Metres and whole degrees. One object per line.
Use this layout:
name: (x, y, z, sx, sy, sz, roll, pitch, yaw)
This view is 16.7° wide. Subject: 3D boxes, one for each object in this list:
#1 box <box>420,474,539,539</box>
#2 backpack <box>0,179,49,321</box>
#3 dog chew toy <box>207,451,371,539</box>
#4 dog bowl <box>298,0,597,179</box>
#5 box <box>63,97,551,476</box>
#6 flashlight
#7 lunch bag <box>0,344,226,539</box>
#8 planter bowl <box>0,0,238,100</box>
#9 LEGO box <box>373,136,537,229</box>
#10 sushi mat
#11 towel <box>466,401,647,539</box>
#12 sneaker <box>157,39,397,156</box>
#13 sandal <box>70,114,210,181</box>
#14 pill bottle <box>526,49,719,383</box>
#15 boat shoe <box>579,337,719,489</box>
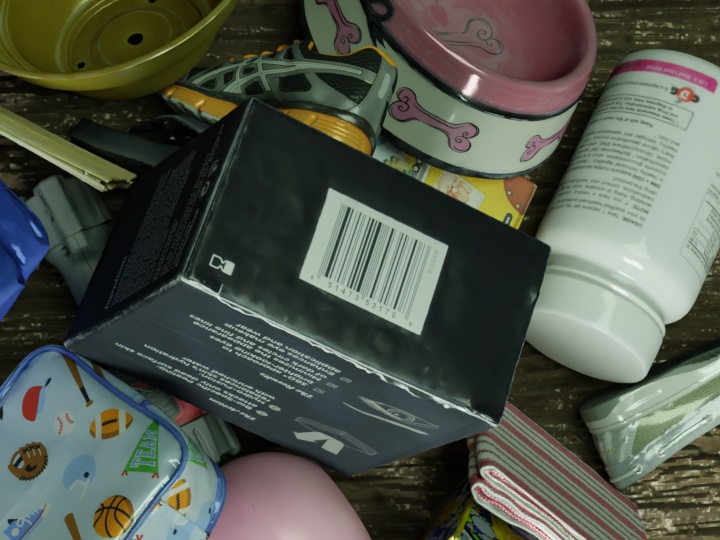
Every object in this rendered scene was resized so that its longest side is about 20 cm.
box: (0.074, 0.176, 1.480, 0.070, 0.200, 0.064, 42, 104, 0)
backpack: (-0.298, -0.019, 1.411, 0.200, 0.163, 0.168, 43, 47, 1)
dog chew toy: (-0.091, 0.198, 1.464, 0.200, 0.125, 0.125, -34, 92, -11)
dog bowl: (0.064, -0.158, 1.563, 0.200, 0.074, 0.200, 21, 45, -22)
box: (-0.033, 0.016, 1.381, 0.197, 0.200, 0.117, 26, 68, -18)
flashlight: (-0.146, 0.038, 1.504, 0.068, 0.068, 0.200, -21, 81, -54)
lunch bag: (-0.181, 0.146, 1.418, 0.160, 0.076, 0.200, 31, 80, 33)
planter bowl: (-0.148, -0.166, 1.508, 0.200, 0.083, 0.200, -8, 51, 10)
LEGO box: (0.000, 0.000, 1.554, 0.149, 0.077, 0.200, 30, 71, -12)
sushi mat: (-0.227, -0.096, 1.456, 0.200, 0.096, 0.012, 28, 94, 4)
towel: (0.120, 0.143, 1.523, 0.146, 0.200, 0.030, 40, 101, -9)
sneaker: (-0.048, -0.104, 1.499, 0.078, 0.200, 0.077, 42, 72, -39)
sandal: (-0.086, -0.061, 1.497, 0.200, 0.076, 0.043, 16, 73, 28)
pill bottle: (0.182, -0.035, 1.608, 0.113, 0.113, 0.200, 31, 71, -12)
boat shoe: (0.245, 0.081, 1.634, 0.202, 0.074, 0.065, -21, 92, -18)
